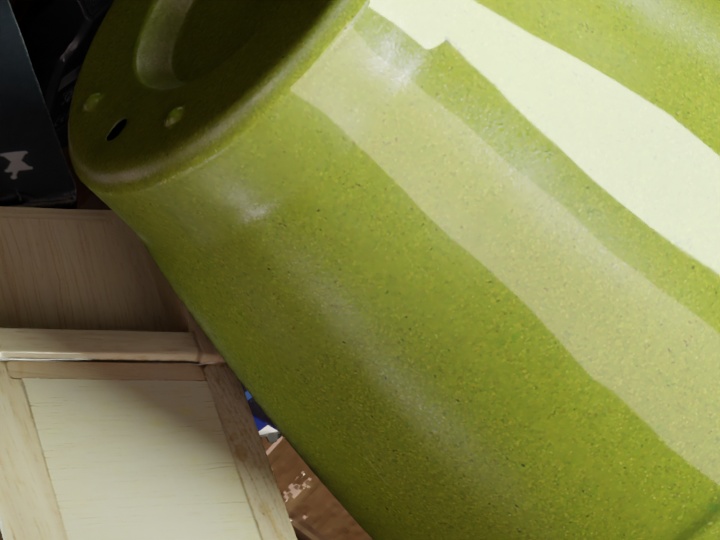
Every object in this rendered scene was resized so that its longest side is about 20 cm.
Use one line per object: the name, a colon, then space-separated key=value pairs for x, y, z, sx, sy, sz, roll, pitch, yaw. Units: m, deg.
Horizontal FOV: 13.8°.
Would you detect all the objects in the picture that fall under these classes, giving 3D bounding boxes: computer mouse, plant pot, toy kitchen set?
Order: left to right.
toy kitchen set: x=-0.133 y=0.101 z=0.818 sx=0.162 sy=0.181 sz=0.201 roll=1 pitch=132 yaw=-23
computer mouse: x=-0.078 y=-0.111 z=0.934 sx=0.059 sy=0.034 sz=0.200 roll=-39 pitch=164 yaw=-43
plant pot: x=0.034 y=-0.021 z=0.773 sx=0.200 sy=0.200 sz=0.193 roll=-47 pitch=117 yaw=5

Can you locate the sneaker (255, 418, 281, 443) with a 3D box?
sneaker: x=0.007 y=-0.010 z=1.048 sx=0.199 sy=0.070 sz=0.094 roll=-21 pitch=102 yaw=-8

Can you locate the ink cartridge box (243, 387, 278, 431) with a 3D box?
ink cartridge box: x=0.000 y=0.000 z=0.935 sx=0.200 sy=0.039 sz=0.099 roll=-36 pitch=132 yaw=27

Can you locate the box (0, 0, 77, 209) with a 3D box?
box: x=-0.175 y=0.026 z=0.935 sx=0.148 sy=0.107 sz=0.201 roll=-7 pitch=135 yaw=-17
